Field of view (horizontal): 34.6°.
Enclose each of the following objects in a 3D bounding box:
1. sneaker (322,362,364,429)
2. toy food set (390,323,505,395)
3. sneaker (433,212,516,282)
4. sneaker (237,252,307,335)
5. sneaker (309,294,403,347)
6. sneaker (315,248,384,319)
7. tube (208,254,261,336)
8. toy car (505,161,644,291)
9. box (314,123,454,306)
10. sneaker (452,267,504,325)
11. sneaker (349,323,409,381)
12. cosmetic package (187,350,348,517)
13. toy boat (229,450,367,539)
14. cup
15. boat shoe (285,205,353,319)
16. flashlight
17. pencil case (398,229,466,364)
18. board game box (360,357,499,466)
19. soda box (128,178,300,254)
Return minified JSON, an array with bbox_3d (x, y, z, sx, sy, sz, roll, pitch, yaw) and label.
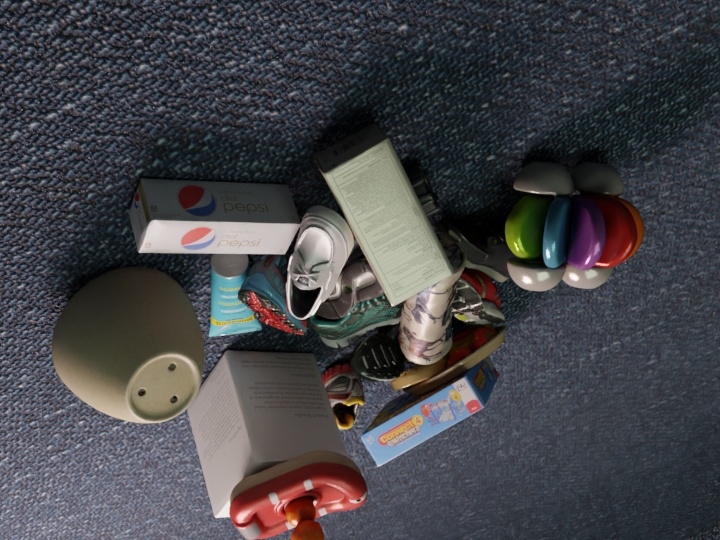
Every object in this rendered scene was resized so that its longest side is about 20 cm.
[{"bbox_3d":[-0.054,0.238,1.923,0.077,0.083,0.201,0,143,-29],"label":"sneaker"},{"bbox_3d":[0.143,0.135,1.841,0.199,0.049,0.198,-32,180,14],"label":"toy food set"},{"bbox_3d":[0.188,-0.057,1.651,0.106,0.075,0.199,-42,148,18],"label":"sneaker"},{"bbox_3d":[-0.102,0.027,1.587,0.079,0.096,0.200,20,167,11],"label":"sneaker"},{"bbox_3d":[0.010,0.046,1.679,0.199,0.078,0.091,-33,152,15],"label":"sneaker"},{"bbox_3d":[0.000,0.000,1.614,0.200,0.076,0.115,-18,-161,49],"label":"sneaker"},{"bbox_3d":[-0.178,0.038,1.605,0.077,0.051,0.201,-3,150,-5],"label":"tube"},{"bbox_3d":[0.300,-0.054,1.586,0.198,0.150,0.177,-2,104,-26],"label":"toy car"},{"bbox_3d":[0.030,-0.068,1.434,0.094,0.078,0.201,-27,114,-1],"label":"box"},{"bbox_3d":[0.155,0.024,1.724,0.076,0.086,0.200,-10,159,22],"label":"sneaker"},{"bbox_3d":[0.028,0.134,1.776,0.079,0.075,0.200,-24,177,23],"label":"sneaker"},{"bbox_3d":[-0.146,0.252,1.782,0.164,0.201,0.165,6,139,-34],"label":"cosmetic package"},{"bbox_3d":[-0.082,0.347,1.651,0.198,0.131,0.131,-22,145,-1],"label":"toy boat"},{"bbox_3d":[-0.281,0.117,1.494,0.199,0.143,0.202,-16,124,-26],"label":"cup"},{"bbox_3d":[-0.061,-0.005,1.456,0.072,0.069,0.200,28,148,1],"label":"boat shoe"},{"bbox_3d":[0.005,-0.069,1.533,0.198,0.068,0.068,-23,152,12],"label":"flashlight"},{"bbox_3d":[0.099,0.037,1.601,0.090,0.077,0.201,-48,156,-37],"label":"pencil case"},{"bbox_3d":[0.114,0.215,1.842,0.199,0.056,0.196,-32,180,15],"label":"board game box"},{"bbox_3d":[-0.179,-0.065,1.426,0.198,0.069,0.064,0,142,-29],"label":"soda box"}]
